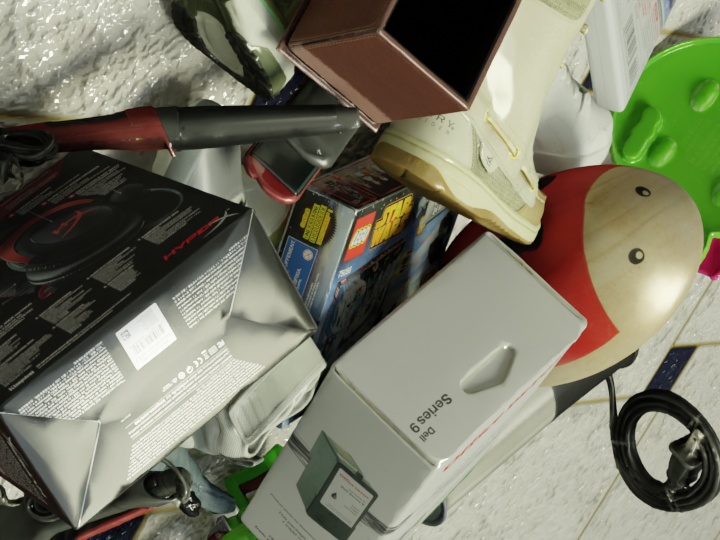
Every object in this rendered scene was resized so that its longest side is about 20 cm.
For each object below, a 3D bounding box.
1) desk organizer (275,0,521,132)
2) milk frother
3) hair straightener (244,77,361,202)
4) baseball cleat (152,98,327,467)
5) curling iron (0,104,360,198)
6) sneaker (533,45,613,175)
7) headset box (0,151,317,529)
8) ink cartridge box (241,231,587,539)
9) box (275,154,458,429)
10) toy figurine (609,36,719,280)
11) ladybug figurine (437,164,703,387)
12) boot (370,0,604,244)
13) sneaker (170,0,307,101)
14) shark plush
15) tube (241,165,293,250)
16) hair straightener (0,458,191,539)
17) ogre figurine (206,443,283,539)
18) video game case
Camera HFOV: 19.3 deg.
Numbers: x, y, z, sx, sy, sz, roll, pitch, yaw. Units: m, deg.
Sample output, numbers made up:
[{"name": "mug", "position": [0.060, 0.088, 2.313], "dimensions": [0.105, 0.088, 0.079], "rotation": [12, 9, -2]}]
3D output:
[{"name": "desk organizer", "position": [0.047, -0.173, 1.043], "dimensions": [0.072, 0.077, 0.201], "rotation": [38, 67, -30]}, {"name": "milk frother", "position": [0.117, 0.110, 1.429], "dimensions": [0.188, 0.200, 0.181], "rotation": [-38, 139, -21]}, {"name": "hair straightener", "position": [0.013, -0.114, 1.117], "dimensions": [0.077, 0.041, 0.200], "rotation": [-41, -175, 46]}, {"name": "baseball cleat", "position": [-0.062, 0.009, 1.124], "dimensions": [0.070, 0.106, 0.201], "rotation": [-43, 145, -53]}, {"name": "curling iron", "position": [-0.097, -0.061, 1.017], "dimensions": [0.199, 0.050, 0.026], "rotation": [-6, 126, -13]}, {"name": "sneaker", "position": [0.116, -0.124, 1.295], "dimensions": [0.200, 0.074, 0.116], "rotation": [0, 127, -53]}, {"name": "headset box", "position": [-0.139, 0.022, 1.006], "dimensions": [0.148, 0.200, 0.075], "rotation": [-40, 121, -20]}, {"name": "ink cartridge box", "position": [0.028, 0.088, 1.228], "dimensions": [0.146, 0.084, 0.200], "rotation": [-40, 169, -35]}, {"name": "box", "position": [0.000, 0.000, 1.241], "dimensions": [0.200, 0.040, 0.138], "rotation": [-28, 140, -64]}, {"name": "toy figurine", "position": [0.235, -0.037, 1.504], "dimensions": [0.200, 0.150, 0.184], "rotation": [-53, 162, -16]}, {"name": "ladybug figurine", "position": [0.114, -0.001, 1.280], "dimensions": [0.072, 0.136, 0.200], "rotation": [27, 145, -35]}, {"name": "boot", "position": [0.085, -0.102, 1.167], "dimensions": [0.155, 0.072, 0.200], "rotation": [-64, 159, 1]}, {"name": "sneaker", "position": [-0.055, -0.170, 1.019], "dimensions": [0.089, 0.077, 0.200], "rotation": [-52, 160, -18]}, {"name": "shark plush", "position": [-0.127, 0.118, 1.226], "dimensions": [0.091, 0.083, 0.200], "rotation": [-43, 150, -13]}, {"name": "tube", "position": [-0.047, 0.009, 1.250], "dimensions": [0.058, 0.052, 0.200], "rotation": [-10, 151, 3]}, {"name": "hair straightener", "position": [-0.167, 0.132, 1.127], "dimensions": [0.199, 0.041, 0.077], "rotation": [-20, 151, 39]}, {"name": "ogre figurine", "position": [-0.067, 0.183, 1.372], "dimensions": [0.120, 0.098, 0.200], "rotation": [-44, 150, -4]}, {"name": "video game case", "position": [0.172, -0.221, 1.250], "dimensions": [0.183, 0.024, 0.200], "rotation": [-63, 157, -23]}]
